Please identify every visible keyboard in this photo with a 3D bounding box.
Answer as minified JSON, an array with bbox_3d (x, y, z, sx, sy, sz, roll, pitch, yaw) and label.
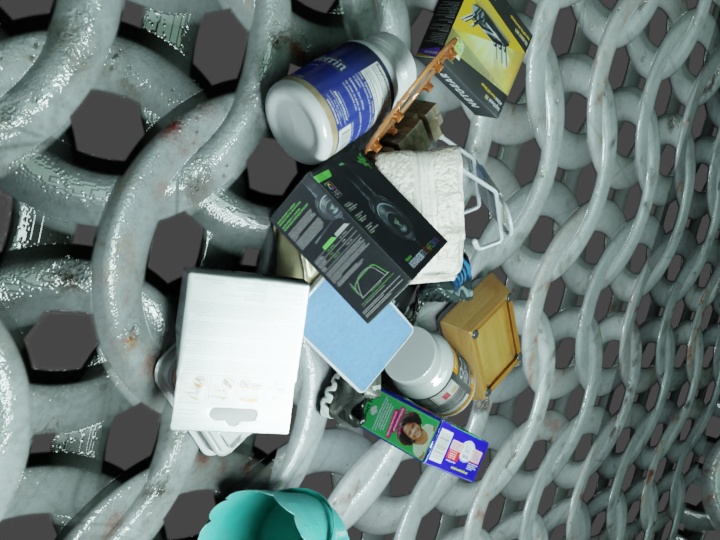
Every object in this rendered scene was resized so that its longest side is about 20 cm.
[{"bbox_3d":[0.057,0.072,1.336,0.127,0.020,0.202,31,82,-47],"label":"keyboard"}]

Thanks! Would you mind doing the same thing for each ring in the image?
[{"bbox_3d":[0.073,-0.238,1.106,0.019,0.200,0.201,40,70,-3],"label":"ring"}]

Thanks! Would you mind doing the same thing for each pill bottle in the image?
[{"bbox_3d":[-0.021,-0.235,1.059,0.200,0.115,0.117,-39,130,-32],"label":"pill bottle"},{"bbox_3d":[0.115,0.169,1.341,0.117,0.116,0.200,-61,148,-10],"label":"pill bottle"}]

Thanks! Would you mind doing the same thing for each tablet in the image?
[{"bbox_3d":[-0.011,0.078,1.143,0.130,0.014,0.200,-49,128,-10],"label":"tablet"}]

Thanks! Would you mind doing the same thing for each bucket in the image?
[{"bbox_3d":[-0.119,0.413,1.145,0.134,0.206,0.209,19,91,-58],"label":"bucket"}]

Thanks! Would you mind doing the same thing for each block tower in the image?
[{"bbox_3d":[0.047,-0.175,1.201,0.200,0.057,0.054,-47,133,-22],"label":"block tower"}]

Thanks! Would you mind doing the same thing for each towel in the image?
[{"bbox_3d":[0.085,-0.077,1.159,0.131,0.035,0.203,-6,107,-9],"label":"towel"}]

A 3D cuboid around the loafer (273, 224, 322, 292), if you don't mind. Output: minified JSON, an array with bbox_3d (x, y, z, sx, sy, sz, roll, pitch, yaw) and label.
[{"bbox_3d":[-0.089,0.016,1.111,0.068,0.075,0.202,-28,120,-31],"label":"loafer"}]

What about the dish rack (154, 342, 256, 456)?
[{"bbox_3d":[-0.176,0.152,1.097,0.172,0.043,0.201,-44,133,-27],"label":"dish rack"}]

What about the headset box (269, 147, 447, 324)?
[{"bbox_3d":[-0.002,-0.058,1.056,0.093,0.200,0.174,-45,177,28],"label":"headset box"}]

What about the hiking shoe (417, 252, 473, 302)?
[{"bbox_3d":[0.142,0.009,1.349,0.200,0.073,0.088,1,89,-72],"label":"hiking shoe"}]

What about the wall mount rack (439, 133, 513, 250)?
[{"bbox_3d":[0.181,-0.137,1.300,0.074,0.201,0.175,-18,126,-2],"label":"wall mount rack"}]

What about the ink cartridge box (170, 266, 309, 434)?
[{"bbox_3d":[-0.159,0.103,1.030,0.161,0.057,0.203,6,99,-20],"label":"ink cartridge box"}]

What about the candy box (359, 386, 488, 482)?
[{"bbox_3d":[0.083,0.257,1.298,0.169,0.199,0.078,35,78,-49],"label":"candy box"}]

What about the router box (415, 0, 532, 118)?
[{"bbox_3d":[0.188,-0.363,1.281,0.199,0.052,0.159,27,84,-48],"label":"router box"}]

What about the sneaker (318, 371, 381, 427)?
[{"bbox_3d":[0.003,0.155,1.234,0.066,0.090,0.202,-5,116,-56],"label":"sneaker"}]

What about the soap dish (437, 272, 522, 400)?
[{"bbox_3d":[0.229,0.131,1.496,0.157,0.081,0.202,-40,129,-30],"label":"soap dish"}]
